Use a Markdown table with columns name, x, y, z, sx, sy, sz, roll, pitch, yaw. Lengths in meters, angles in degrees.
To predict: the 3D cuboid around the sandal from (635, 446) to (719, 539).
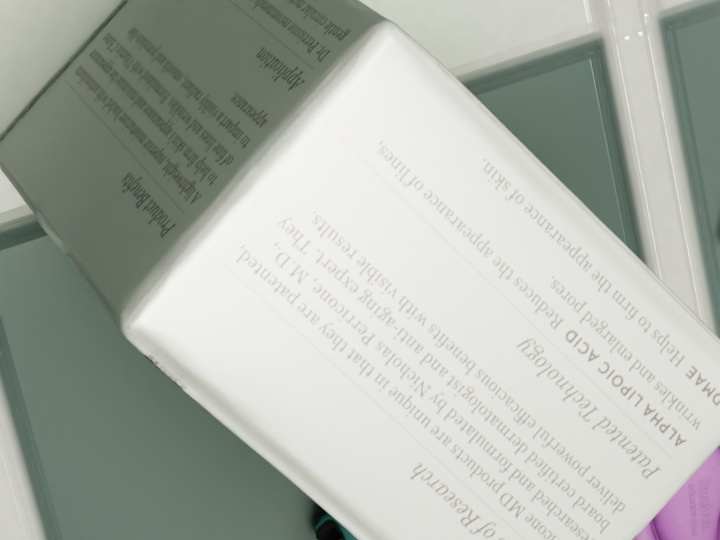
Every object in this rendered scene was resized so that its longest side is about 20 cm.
| name | x | y | z | sx | sy | sz | roll | pitch | yaw |
| --- | --- | --- | --- | --- | --- | --- | --- | --- | --- |
| sandal | 0.139 | 0.141 | 1.211 | 0.082 | 0.050 | 0.203 | -23 | 121 | -10 |

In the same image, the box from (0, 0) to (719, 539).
| name | x | y | z | sx | sy | sz | roll | pitch | yaw |
| --- | --- | --- | --- | --- | --- | --- | --- | --- | --- |
| box | 0.000 | 0.000 | 1.043 | 0.131 | 0.199 | 0.200 | -47 | 116 | 0 |

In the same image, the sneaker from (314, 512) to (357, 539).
| name | x | y | z | sx | sy | sz | roll | pitch | yaw |
| --- | --- | --- | --- | --- | --- | --- | --- | --- | --- |
| sneaker | 0.034 | 0.100 | 1.159 | 0.080 | 0.071 | 0.200 | 36 | 89 | -22 |
